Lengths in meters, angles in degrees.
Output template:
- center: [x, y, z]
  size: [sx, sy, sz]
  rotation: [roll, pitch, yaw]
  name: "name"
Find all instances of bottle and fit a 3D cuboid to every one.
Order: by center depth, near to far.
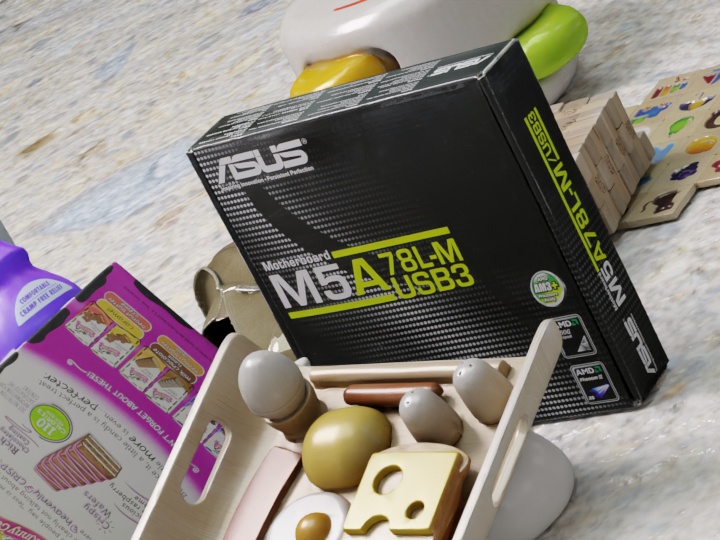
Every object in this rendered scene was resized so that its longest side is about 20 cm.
- center: [-0.180, 0.046, 1.467]
  size: [0.084, 0.200, 0.065]
  rotation: [-38, -9, -47]
  name: "bottle"

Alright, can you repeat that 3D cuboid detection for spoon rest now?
- center: [0.026, 0.101, 1.292]
  size: [0.099, 0.061, 0.200]
  rotation: [-38, 35, -23]
  name: "spoon rest"

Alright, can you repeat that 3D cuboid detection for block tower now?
- center: [0.108, -0.030, 1.472]
  size: [0.054, 0.058, 0.200]
  rotation: [-14, 25, 32]
  name: "block tower"

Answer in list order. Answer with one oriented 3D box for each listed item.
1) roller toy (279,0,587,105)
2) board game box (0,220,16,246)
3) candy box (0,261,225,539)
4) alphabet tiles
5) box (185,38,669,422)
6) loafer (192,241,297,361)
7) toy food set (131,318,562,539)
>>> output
- center: [0.042, -0.160, 1.768]
  size: [0.200, 0.140, 0.182]
  rotation: [-28, 19, 1]
  name: "roller toy"
- center: [-0.286, 0.054, 1.587]
  size: [0.200, 0.199, 0.043]
  rotation: [-24, 20, 13]
  name: "board game box"
- center: [-0.146, 0.106, 1.360]
  size: [0.200, 0.136, 0.061]
  rotation: [-45, -6, -41]
  name: "candy box"
- center: [0.187, -0.076, 1.569]
  size: [0.166, 0.006, 0.200]
  rotation: [-11, 26, 38]
  name: "alphabet tiles"
- center: [0.033, -0.008, 1.325]
  size: [0.200, 0.193, 0.048]
  rotation: [-11, 27, 38]
  name: "box"
- center: [-0.064, 0.035, 1.524]
  size: [0.067, 0.076, 0.200]
  rotation: [-27, 19, -14]
  name: "loafer"
- center: [-0.009, 0.087, 1.228]
  size: [0.200, 0.060, 0.144]
  rotation: [-4, 50, 40]
  name: "toy food set"
